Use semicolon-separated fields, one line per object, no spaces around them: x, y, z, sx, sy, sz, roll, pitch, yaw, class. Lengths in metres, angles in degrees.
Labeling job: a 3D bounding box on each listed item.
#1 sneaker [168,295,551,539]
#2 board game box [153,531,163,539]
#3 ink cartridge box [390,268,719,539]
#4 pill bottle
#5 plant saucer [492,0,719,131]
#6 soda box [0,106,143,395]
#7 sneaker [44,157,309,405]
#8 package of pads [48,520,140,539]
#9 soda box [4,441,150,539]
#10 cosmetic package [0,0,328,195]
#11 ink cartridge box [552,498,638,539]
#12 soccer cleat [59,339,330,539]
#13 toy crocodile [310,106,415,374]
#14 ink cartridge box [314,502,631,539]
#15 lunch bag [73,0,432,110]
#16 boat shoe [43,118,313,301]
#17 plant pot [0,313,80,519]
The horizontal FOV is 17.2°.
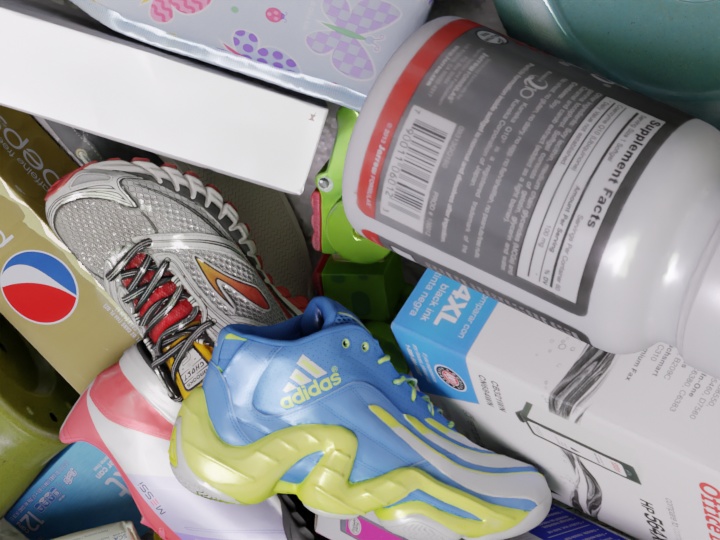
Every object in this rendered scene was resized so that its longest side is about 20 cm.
0.010;0.072;1.170;0.200;0.076;0.105;8;100;-21;sneaker
-0.009;0.144;1.334;0.200;0.030;0.096;-22;110;0;board game box
0.131;0.066;1.190;0.200;0.084;0.146;25;159;27;ink cartridge box
0.102;-0.031;1.097;0.200;0.116;0.116;26;121;20;pill bottle
0.158;-0.160;1.128;0.200;0.027;0.200;-1;102;-5;plant saucer
-0.187;-0.028;1.308;0.064;0.068;0.200;-38;101;28;soda box
-0.080;0.020;1.216;0.200;0.082;0.078;40;125;-9;sneaker
-0.180;0.216;1.344;0.154;0.068;0.200;-16;155;-2;package of pads
-0.113;0.089;1.350;0.068;0.064;0.200;41;119;-8;soda box
-0.119;-0.093;1.184;0.200;0.083;0.051;17;99;-6;cosmetic package
0.202;0.198;1.302;0.200;0.084;0.176;-8;123;19;ink cartridge box
-0.074;0.130;1.278;0.073;0.068;0.200;-41;97;8;soccer cleat
0.000;0.000;1.272;0.062;0.068;0.200;3;117;15;toy crocodile
0.077;0.145;1.217;0.200;0.095;0.037;20;110;43;ink cartridge box
-0.050;-0.195;1.150;0.200;0.127;0.170;16;121;-3;lunch bag
-0.100;-0.048;1.280;0.068;0.072;0.200;-31;104;39;boat shoe
-0.265;0.091;1.334;0.193;0.200;0.200;-34;104;15;plant pot
